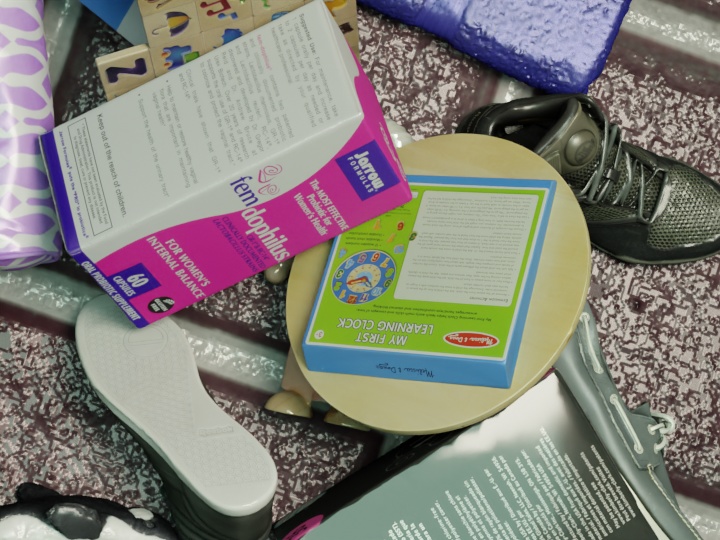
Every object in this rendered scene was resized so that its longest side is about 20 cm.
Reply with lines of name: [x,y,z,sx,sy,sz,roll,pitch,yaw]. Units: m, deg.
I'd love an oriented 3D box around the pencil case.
pencil case: [-0.239,-0.094,1.231,0.085,0.084,0.203,-5,85,18]

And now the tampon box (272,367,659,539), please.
tampon box: [0.059,0.165,1.200,0.199,0.150,0.127,-31,90,-6]

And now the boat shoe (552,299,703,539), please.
boat shoe: [0.174,0.105,1.255,0.062,0.073,0.201,-35,84,-2]

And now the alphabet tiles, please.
alphabet tiles: [-0.080,-0.136,1.192,0.165,0.201,0.008,-18,64,-6]

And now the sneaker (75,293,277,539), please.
sneaker: [-0.122,0.106,1.231,0.070,0.100,0.200,-28,57,-23]

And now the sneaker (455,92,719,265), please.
sneaker: [0.161,-0.058,1.245,0.198,0.114,0.077,23,86,-5]

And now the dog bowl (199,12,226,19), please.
dog bowl: [-0.113,-0.248,1.197,0.199,0.200,0.059,39,126,-2]

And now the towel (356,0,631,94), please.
towel: [0.089,-0.215,1.284,0.198,0.050,0.149,26,88,-1]

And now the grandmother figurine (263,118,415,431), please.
grandmother figurine: [0.000,0.000,1.255,0.120,0.061,0.202,12,88,-13]

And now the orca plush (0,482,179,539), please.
orca plush: [-0.216,0.174,1.233,0.198,0.071,0.106,-16,132,-2]

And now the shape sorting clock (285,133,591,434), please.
shape sorting clock: [0.046,0.007,1.176,0.198,0.039,0.202,-12,56,18]

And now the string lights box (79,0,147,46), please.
string lights box: [-0.180,-0.238,1.229,0.199,0.103,0.059,39,127,-2]

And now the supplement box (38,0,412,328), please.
supplement box: [-0.083,-0.065,1.191,0.198,0.101,0.104,-26,54,8]
